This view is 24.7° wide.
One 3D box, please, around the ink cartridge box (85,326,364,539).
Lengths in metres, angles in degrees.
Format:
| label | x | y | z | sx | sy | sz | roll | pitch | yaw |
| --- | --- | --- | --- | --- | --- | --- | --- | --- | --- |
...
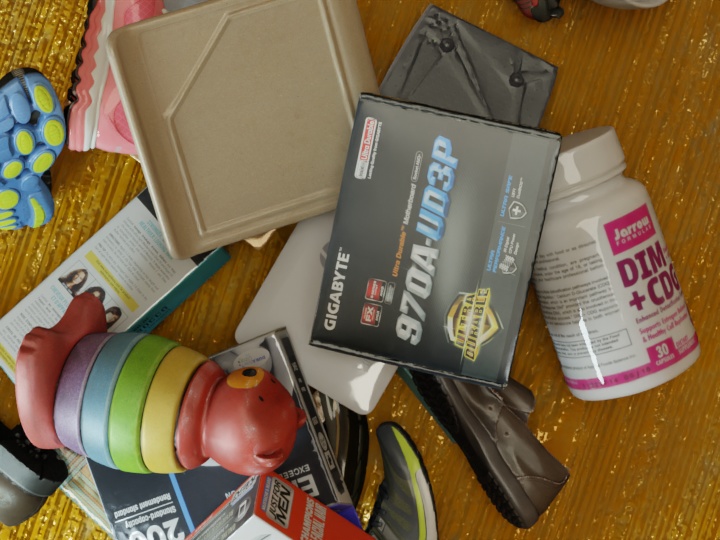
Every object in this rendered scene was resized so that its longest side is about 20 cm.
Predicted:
| label | x | y | z | sx | sy | sz | roll | pitch | yaw |
| --- | --- | --- | --- | --- | --- | --- | --- | --- | --- |
| ink cartridge box | -0.113 | 0.171 | 1.314 | 0.198 | 0.043 | 0.200 | -22 | 89 | 18 |

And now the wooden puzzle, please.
| label | x | y | z | sx | sy | sz | roll | pitch | yaw |
| --- | --- | --- | --- | --- | --- | --- | --- | --- | --- |
| wooden puzzle | -0.080 | -0.123 | 1.267 | 0.200 | 0.037 | 0.185 | -20 | 109 | -14 |

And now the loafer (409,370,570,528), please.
| label | x | y | z | sx | sy | sz | roll | pitch | yaw |
| --- | --- | --- | --- | --- | --- | --- | --- | --- | --- |
| loafer | 0.104 | 0.111 | 1.345 | 0.071 | 0.073 | 0.200 | -31 | 93 | -15 |

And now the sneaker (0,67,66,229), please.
| label | x | y | z | sx | sy | sz | roll | pitch | yaw |
| --- | --- | --- | --- | --- | --- | --- | --- | --- | --- |
| sneaker | -0.274 | -0.102 | 1.290 | 0.071 | 0.200 | 0.083 | -11 | 69 | -16 |

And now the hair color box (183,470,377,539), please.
| label | x | y | z | sx | sy | sz | roll | pitch | yaw |
| --- | --- | --- | --- | --- | --- | --- | --- | --- | --- |
| hair color box | -0.033 | 0.251 | 1.275 | 0.200 | 0.064 | 0.111 | 36 | 119 | -18 |

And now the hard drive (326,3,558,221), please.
| label | x | y | z | sx | sy | sz | roll | pitch | yaw |
| --- | --- | --- | --- | --- | --- | --- | --- | --- | --- |
| hard drive | 0.067 | -0.104 | 1.363 | 0.135 | 0.042 | 0.200 | 26 | 83 | -2 |

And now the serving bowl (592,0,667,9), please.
| label | x | y | z | sx | sy | sz | roll | pitch | yaw |
| --- | --- | --- | --- | --- | --- | --- | --- | --- | --- |
| serving bowl | 0.190 | -0.304 | 1.326 | 0.066 | 0.200 | 0.201 | -8 | 90 | 41 |

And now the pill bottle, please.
| label | x | y | z | sx | sy | sz | roll | pitch | yaw |
| --- | --- | --- | --- | --- | --- | --- | --- | --- | --- |
| pill bottle | 0.191 | -0.007 | 1.323 | 0.113 | 0.113 | 0.200 | -21 | 99 | -2 |

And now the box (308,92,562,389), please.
| label | x | y | z | sx | sy | sz | roll | pitch | yaw |
| --- | --- | --- | --- | --- | --- | --- | --- | --- | --- |
| box | 0.058 | -0.024 | 1.261 | 0.159 | 0.046 | 0.200 | 13 | 99 | 5 |

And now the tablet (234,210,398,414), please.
| label | x | y | z | sx | sy | sz | roll | pitch | yaw |
| --- | --- | --- | --- | --- | --- | --- | --- | --- | --- |
| tablet | 0.000 | 0.000 | 1.317 | 0.130 | 0.014 | 0.200 | 29 | 86 | 10 |

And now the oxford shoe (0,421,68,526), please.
| label | x | y | z | sx | sy | sz | roll | pitch | yaw |
| --- | --- | --- | --- | --- | --- | --- | --- | --- | --- |
| oxford shoe | -0.341 | 0.135 | 1.344 | 0.200 | 0.073 | 0.084 | 42 | 107 | 8 |

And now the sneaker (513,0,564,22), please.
| label | x | y | z | sx | sy | sz | roll | pitch | yaw |
| --- | --- | --- | --- | --- | --- | --- | --- | --- | --- |
| sneaker | 0.108 | -0.295 | 1.359 | 0.098 | 0.071 | 0.201 | -13 | 111 | 29 |

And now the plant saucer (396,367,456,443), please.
| label | x | y | z | sx | sy | sz | roll | pitch | yaw |
| --- | --- | --- | --- | --- | --- | --- | --- | --- | --- |
| plant saucer | 0.045 | 0.048 | 1.381 | 0.070 | 0.019 | 0.200 | -39 | 90 | -2 |

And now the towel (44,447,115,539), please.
| label | x | y | z | sx | sy | sz | roll | pitch | yaw |
| --- | --- | --- | --- | --- | --- | --- | --- | --- | --- |
| towel | -0.162 | 0.168 | 1.372 | 0.200 | 0.022 | 0.147 | 43 | 88 | -1 |

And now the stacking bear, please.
| label | x | y | z | sx | sy | sz | roll | pitch | yaw |
| --- | --- | --- | --- | --- | --- | --- | --- | --- | --- |
| stacking bear | -0.143 | 0.101 | 1.239 | 0.200 | 0.121 | 0.114 | 11 | 113 | 15 |

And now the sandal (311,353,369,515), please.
| label | x | y | z | sx | sy | sz | roll | pitch | yaw |
| --- | --- | --- | --- | --- | --- | --- | --- | --- | --- |
| sandal | -0.029 | 0.120 | 1.350 | 0.054 | 0.082 | 0.200 | -4 | 91 | 15 |

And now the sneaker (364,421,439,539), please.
| label | x | y | z | sx | sy | sz | roll | pitch | yaw |
| --- | --- | --- | --- | --- | --- | --- | --- | --- | --- |
| sneaker | 0.024 | 0.224 | 1.347 | 0.081 | 0.074 | 0.200 | -5 | 93 | -1 |

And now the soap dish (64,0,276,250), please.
| label | x | y | z | sx | sy | sz | roll | pitch | yaw |
| --- | --- | --- | --- | --- | --- | --- | --- | --- | --- |
| soap dish | -0.114 | -0.137 | 1.346 | 0.200 | 0.081 | 0.157 | 37 | 88 | -1 |

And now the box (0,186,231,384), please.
| label | x | y | z | sx | sy | sz | roll | pitch | yaw |
| --- | --- | --- | --- | --- | --- | --- | --- | --- | --- |
| box | -0.209 | 0.023 | 1.350 | 0.200 | 0.049 | 0.082 | -42 | 78 | -2 |

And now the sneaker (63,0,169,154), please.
| label | x | y | z | sx | sy | sz | roll | pitch | yaw |
| --- | --- | --- | --- | --- | --- | --- | --- | --- | --- |
| sneaker | -0.172 | -0.185 | 1.280 | 0.087 | 0.074 | 0.201 | 13 | 93 | -15 |
